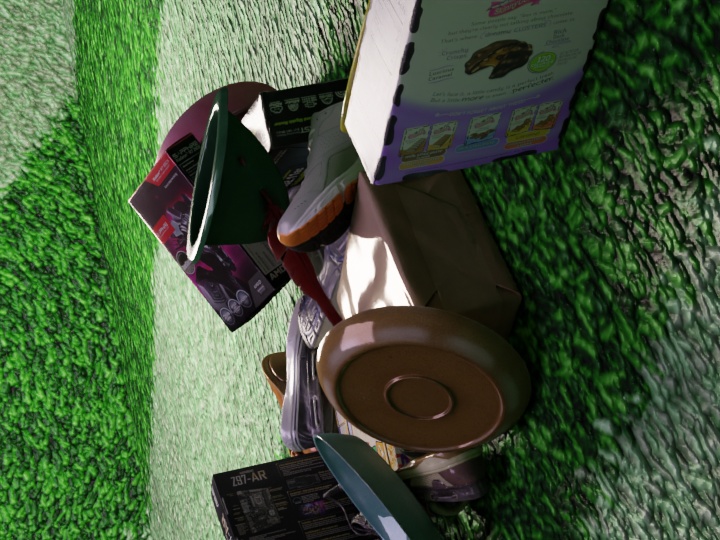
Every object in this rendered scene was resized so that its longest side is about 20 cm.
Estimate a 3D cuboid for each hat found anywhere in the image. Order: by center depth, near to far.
[{"bbox_3d":[-0.074,-0.068,1.577,0.166,0.174,0.202,-107,30,-65],"label":"hat"}]

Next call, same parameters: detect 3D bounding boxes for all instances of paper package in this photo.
[{"bbox_3d":[0.058,0.028,1.513,0.201,0.102,0.192,101,152,-50],"label":"paper package"}]

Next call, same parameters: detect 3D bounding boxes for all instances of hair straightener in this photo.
[{"bbox_3d":[0.022,0.282,1.761,0.199,0.041,0.078,9,100,50],"label":"hair straightener"}]

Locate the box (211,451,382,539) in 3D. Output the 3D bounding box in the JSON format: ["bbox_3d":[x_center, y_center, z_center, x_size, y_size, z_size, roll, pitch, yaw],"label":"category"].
[{"bbox_3d":[-0.061,0.292,1.858,0.044,0.198,0.161,98,154,-44],"label":"box"}]

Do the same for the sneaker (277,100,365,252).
[{"bbox_3d":[-0.027,-0.105,1.538,0.092,0.200,0.076,33,154,18],"label":"sneaker"}]

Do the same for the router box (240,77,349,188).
[{"bbox_3d":[-0.053,-0.142,1.679,0.200,0.148,0.063,141,116,-70],"label":"router box"}]

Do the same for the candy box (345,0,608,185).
[{"bbox_3d":[0.088,-0.170,1.206,0.201,0.166,0.072,104,148,-50],"label":"candy box"}]

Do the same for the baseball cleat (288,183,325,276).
[{"bbox_3d":[-0.050,-0.017,1.802,0.106,0.069,0.202,46,159,62],"label":"baseball cleat"}]

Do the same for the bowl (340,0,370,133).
[{"bbox_3d":[0.059,-0.200,1.337,0.200,0.106,0.203,16,-90,-88],"label":"bowl"}]

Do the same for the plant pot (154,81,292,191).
[{"bbox_3d":[-0.117,-0.092,1.872,0.179,0.198,0.201,47,146,32],"label":"plant pot"}]

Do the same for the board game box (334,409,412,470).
[{"bbox_3d":[0.019,0.159,1.790,0.200,0.046,0.154,158,102,-72],"label":"board game box"}]

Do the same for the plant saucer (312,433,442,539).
[{"bbox_3d":[0.026,0.237,1.624,0.200,0.036,0.200,49,169,13],"label":"plant saucer"}]

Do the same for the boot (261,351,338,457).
[{"bbox_3d":[-0.077,0.206,2.068,0.200,0.073,0.157,-128,31,-58],"label":"boot"}]

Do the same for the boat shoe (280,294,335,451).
[{"bbox_3d":[-0.050,0.125,1.949,0.072,0.070,0.203,42,-133,-60],"label":"boat shoe"}]

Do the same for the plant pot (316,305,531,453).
[{"bbox_3d":[0.054,0.107,1.427,0.201,0.197,0.028,103,-179,-50],"label":"plant pot"}]

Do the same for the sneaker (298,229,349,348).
[{"bbox_3d":[0.000,0.000,1.727,0.201,0.086,0.075,-64,34,32],"label":"sneaker"}]

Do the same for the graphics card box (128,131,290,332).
[{"bbox_3d":[-0.167,-0.041,1.786,0.201,0.051,0.125,51,141,1],"label":"graphics card box"}]

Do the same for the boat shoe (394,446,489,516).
[{"bbox_3d":[0.080,0.216,1.590,0.200,0.072,0.066,123,128,-72],"label":"boat shoe"}]

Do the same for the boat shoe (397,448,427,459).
[{"bbox_3d":[0.033,0.098,1.648,0.072,0.062,0.203,-18,74,28],"label":"boat shoe"}]
